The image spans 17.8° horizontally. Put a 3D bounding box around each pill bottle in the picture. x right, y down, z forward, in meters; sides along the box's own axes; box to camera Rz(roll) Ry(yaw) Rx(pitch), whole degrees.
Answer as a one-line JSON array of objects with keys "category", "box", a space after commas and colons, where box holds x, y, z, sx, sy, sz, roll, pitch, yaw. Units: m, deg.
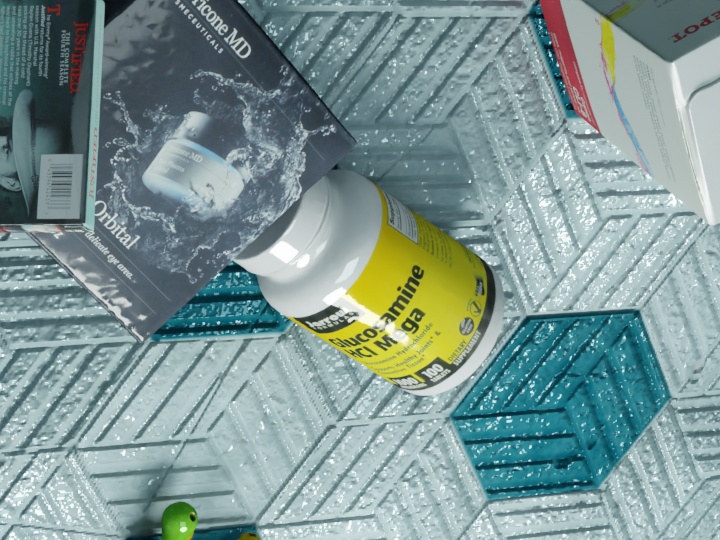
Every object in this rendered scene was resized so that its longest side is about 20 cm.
[{"category": "pill bottle", "box": [0.000, 0.000, 1.623, 0.200, 0.112, 0.113, 33, 100, -36]}]

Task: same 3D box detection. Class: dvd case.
[{"category": "dvd case", "box": [-0.255, -0.093, 1.390, 0.199, 0.022, 0.147, -1, 79, 11]}]

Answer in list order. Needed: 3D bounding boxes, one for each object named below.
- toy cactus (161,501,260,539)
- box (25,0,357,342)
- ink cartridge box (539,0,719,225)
[{"category": "toy cactus", "box": [-0.139, 0.270, 1.730, 0.165, 0.102, 0.200, -18, 133, -5]}, {"category": "box", "box": [-0.146, -0.098, 1.494, 0.200, 0.117, 0.197, -43, 127, 0]}, {"category": "ink cartridge box", "box": [0.239, -0.156, 1.599, 0.145, 0.200, 0.145, -27, 126, -10]}]
